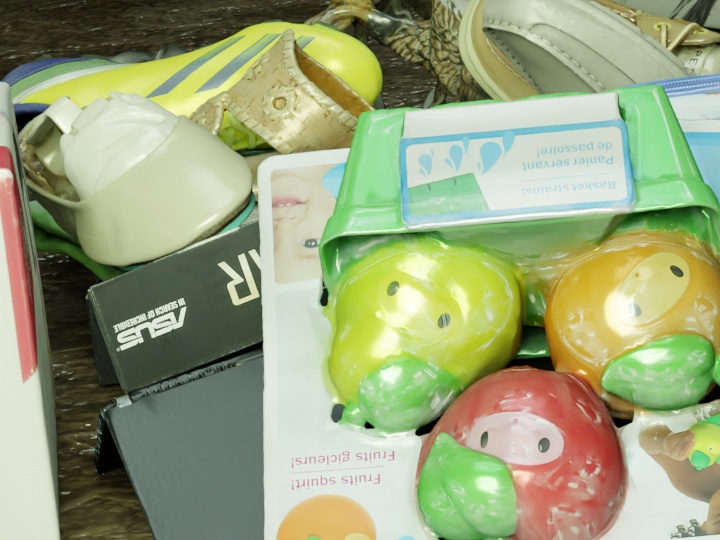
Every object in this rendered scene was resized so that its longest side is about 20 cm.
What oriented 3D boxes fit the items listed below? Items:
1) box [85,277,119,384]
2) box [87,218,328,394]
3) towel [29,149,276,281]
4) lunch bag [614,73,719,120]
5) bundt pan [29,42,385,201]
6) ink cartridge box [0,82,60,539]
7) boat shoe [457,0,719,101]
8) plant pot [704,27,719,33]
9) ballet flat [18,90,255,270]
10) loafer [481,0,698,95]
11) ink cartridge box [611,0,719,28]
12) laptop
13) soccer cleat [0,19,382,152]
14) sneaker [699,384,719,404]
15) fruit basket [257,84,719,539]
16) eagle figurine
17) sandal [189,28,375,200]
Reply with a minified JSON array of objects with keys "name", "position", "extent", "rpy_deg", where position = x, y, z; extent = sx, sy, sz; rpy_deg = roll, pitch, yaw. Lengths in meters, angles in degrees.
[{"name":"box","position":[-0.032,0.000,1.339],"extent":[0.160,0.049,0.200],"rpy_deg":[-6,13,6]},{"name":"box","position":[0.000,0.000,1.122],"extent":[0.159,0.044,0.200],"rpy_deg":[-21,-6,11]},{"name":"towel","position":[-0.043,-0.028,1.311],"extent":[0.199,0.031,0.149],"rpy_deg":[-13,14,-22]},{"name":"lunch bag","position":[0.178,-0.019,1.080],"extent":[0.199,0.161,0.076],"rpy_deg":[-7,55,6]},{"name":"bundt pan","position":[-0.075,-0.073,1.488],"extent":[0.201,0.076,0.202],"rpy_deg":[-3,-5,0]},{"name":"ink cartridge box","position":[-0.165,0.016,1.110],"extent":[0.085,0.149,0.200],"rpy_deg":[-8,14,-4]},{"name":"boat shoe","position":[0.140,-0.077,1.237],"extent":[0.199,0.074,0.066],"rpy_deg":[22,-18,-12]},{"name":"plant pot","position":[0.227,-0.089,1.376],"extent":[0.200,0.188,0.187],"rpy_deg":[-34,27,-32]},{"name":"ballet flat","position":[-0.100,-0.041,1.158],"extent":[0.069,0.070,0.200],"rpy_deg":[-11,6,-19]},{"name":"loafer","position":[0.118,-0.042,1.168],"extent":[0.070,0.200,0.070],"rpy_deg":[-53,23,-8]},{"name":"ink cartridge box","position":[0.164,-0.189,1.286],"extent":[0.199,0.146,0.083],"rpy_deg":[6,-28,-5]},{"name":"laptop","position":[0.002,0.071,1.043],"extent":[0.176,0.104,0.200],"rpy_deg":[-18,-10,-10]},{"name":"soccer cleat","position":[-0.086,-0.069,1.338],"extent":[0.199,0.065,0.084],"rpy_deg":[-5,32,20]},{"name":"sneaker","position":[0.149,0.056,1.009],"extent":[0.076,0.076,0.200],"rpy_deg":[28,-15,-31]},{"name":"fruit basket","position":[0.057,0.034,0.926],"extent":[0.184,0.094,0.201],"rpy_deg":[-4,51,5]},{"name":"eagle figurine","position":[0.076,-0.116,1.379],"extent":[0.199,0.153,0.151],"rpy_deg":[18,13,27]},{"name":"sandal","position":[-0.016,-0.075,1.273],"extent":[0.210,0.070,0.078],"rpy_deg":[-7,14,3]}]
